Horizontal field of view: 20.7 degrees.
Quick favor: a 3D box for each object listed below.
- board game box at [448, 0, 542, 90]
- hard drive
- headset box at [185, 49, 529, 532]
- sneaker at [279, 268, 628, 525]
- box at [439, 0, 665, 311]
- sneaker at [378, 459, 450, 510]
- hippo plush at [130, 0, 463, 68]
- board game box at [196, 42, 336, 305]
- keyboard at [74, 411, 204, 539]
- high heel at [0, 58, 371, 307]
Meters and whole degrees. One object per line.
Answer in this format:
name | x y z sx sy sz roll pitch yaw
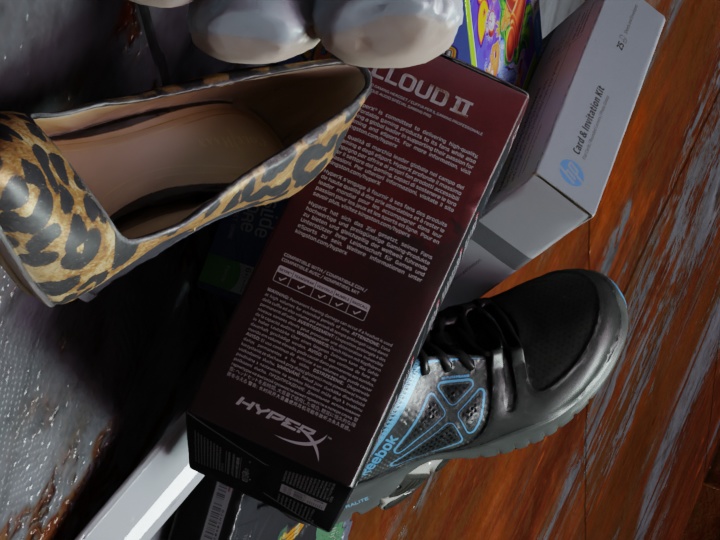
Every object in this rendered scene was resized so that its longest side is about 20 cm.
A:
board game box | 0.045 -0.152 0.930 0.135 0.045 0.200 -68 157 -45
hard drive | -0.052 0.145 1.069 0.200 0.038 0.140 -4 111 -70
headset box | 0.000 0.000 0.846 0.149 0.075 0.200 107 8 -76
sneaker | 0.039 0.052 0.949 0.200 0.073 0.082 -30 141 -6
box | 0.067 -0.045 1.036 0.200 0.041 0.156 -41 -162 48
sneaker | 0.020 0.064 1.109 0.081 0.083 0.200 -44 -169 16
hippo plush | -0.025 -0.183 0.727 0.200 0.159 0.161 42 37 -26
board game box | -0.012 -0.069 0.980 0.135 0.034 0.200 34 75 -72
keyboard | -0.072 0.073 0.919 0.200 0.011 0.056 -50 155 -24
high heel | -0.065 -0.049 0.687 0.142 0.071 0.200 -33 172 1
